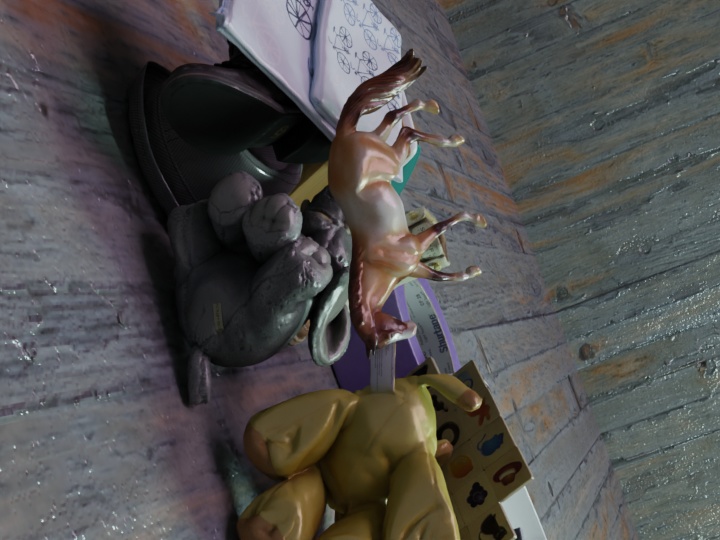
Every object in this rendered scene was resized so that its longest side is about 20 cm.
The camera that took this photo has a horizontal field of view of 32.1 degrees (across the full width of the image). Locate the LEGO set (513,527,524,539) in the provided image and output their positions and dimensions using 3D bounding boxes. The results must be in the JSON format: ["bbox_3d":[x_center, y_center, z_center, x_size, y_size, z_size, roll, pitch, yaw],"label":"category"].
[{"bbox_3d":[0.128,0.311,1.247,0.201,0.115,0.154,58,18,-35],"label":"LEGO set"}]

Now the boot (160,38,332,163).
[{"bbox_3d":[-0.090,-0.175,0.947,0.199,0.069,0.176,11,56,-53],"label":"boot"}]

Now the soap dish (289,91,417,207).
[{"bbox_3d":[-0.043,-0.128,1.123,0.081,0.200,0.159,-2,68,-35],"label":"soap dish"}]

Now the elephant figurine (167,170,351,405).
[{"bbox_3d":[-0.051,0.006,0.958,0.142,0.154,0.200,63,17,15],"label":"elephant figurine"}]

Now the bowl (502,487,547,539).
[{"bbox_3d":[0.159,0.307,1.456,0.201,0.074,0.200,65,15,-12],"label":"bowl"}]

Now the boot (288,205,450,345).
[{"bbox_3d":[0.000,0.000,1.140,0.073,0.153,0.200,67,14,-4],"label":"boot"}]

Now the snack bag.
[{"bbox_3d":[-0.031,-0.183,0.957,0.200,0.021,0.190,42,35,-34],"label":"snack bag"}]

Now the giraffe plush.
[{"bbox_3d":[0.003,0.156,0.944,0.162,0.171,0.202,84,24,-66],"label":"giraffe plush"}]

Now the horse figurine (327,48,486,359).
[{"bbox_3d":[0.025,-0.052,0.905,0.050,0.132,0.202,-3,-77,58],"label":"horse figurine"}]

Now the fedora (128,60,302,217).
[{"bbox_3d":[-0.105,-0.097,1.020,0.200,0.090,0.178,36,36,-65],"label":"fedora"}]

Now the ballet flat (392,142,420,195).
[{"bbox_3d":[0.008,-0.081,1.321,0.070,0.201,0.065,-18,55,-40],"label":"ballet flat"}]

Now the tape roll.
[{"bbox_3d":[0.036,0.081,1.304,0.200,0.084,0.202,-21,90,-76],"label":"tape roll"}]

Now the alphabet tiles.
[{"bbox_3d":[0.053,0.169,1.031,0.006,0.166,0.201,38,18,-40],"label":"alphabet tiles"}]

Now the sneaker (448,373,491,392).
[{"bbox_3d":[0.072,0.153,1.164,0.199,0.079,0.079,-19,111,-43],"label":"sneaker"}]
